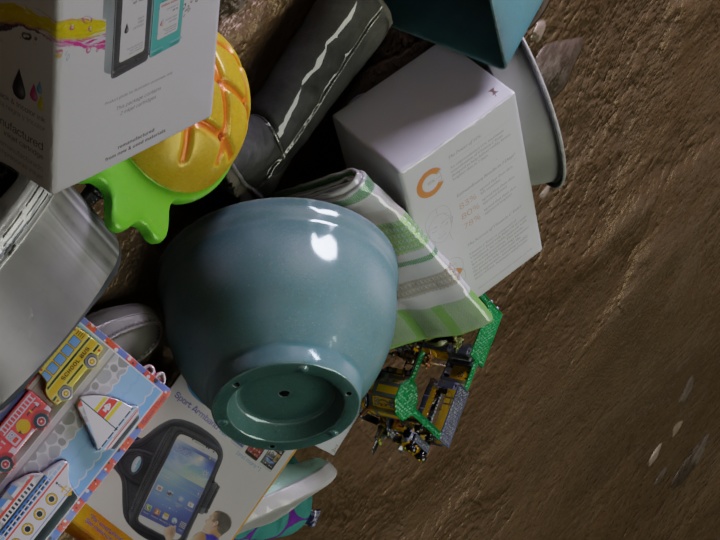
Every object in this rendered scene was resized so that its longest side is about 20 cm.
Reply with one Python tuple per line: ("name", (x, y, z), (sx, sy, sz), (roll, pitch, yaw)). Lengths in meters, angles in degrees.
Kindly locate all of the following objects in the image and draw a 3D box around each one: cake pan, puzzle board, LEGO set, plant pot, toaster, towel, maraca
("cake pan", (0.121, -0.158, 1.736), (0.037, 0.201, 0.201), (-24, 145, -7))
("puzzle board", (-0.255, 0.120, 1.445), (0.200, 0.151, 0.017), (-52, -167, -12))
("LEGO set", (0.036, 0.069, 1.835), (0.154, 0.115, 0.201), (34, 70, -54))
("plant pot", (-0.062, 0.058, 1.582), (0.199, 0.135, 0.201), (-4, 141, -3))
("toaster", (-0.251, -0.009, 1.335), (0.200, 0.113, 0.129), (-50, 149, -13))
("towel", (-0.210, 0.141, 1.572), (0.147, 0.030, 0.200), (-52, -179, -11))
("maraca", (-0.145, -0.105, 1.391), (0.137, 0.107, 0.200), (52, 40, -19))
("plant pot", (0.098, -0.301, 1.604), (0.200, 0.141, 0.142), (-57, 154, -20))
("towel", (0.000, 0.000, 1.657), (0.200, 0.149, 0.031), (47, 46, -33))

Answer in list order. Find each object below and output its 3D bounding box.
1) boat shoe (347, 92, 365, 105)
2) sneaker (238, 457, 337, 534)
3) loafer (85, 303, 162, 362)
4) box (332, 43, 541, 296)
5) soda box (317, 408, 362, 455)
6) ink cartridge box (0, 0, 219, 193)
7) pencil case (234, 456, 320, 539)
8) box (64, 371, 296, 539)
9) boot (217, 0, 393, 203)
("boat shoe", (0.043, -0.092, 1.788), (0.074, 0.068, 0.200), (-51, 152, -13))
("sneaker", (-0.110, 0.167, 1.731), (0.200, 0.119, 0.074), (-15, 161, -48))
("loafer", (-0.222, 0.090, 1.528), (0.200, 0.070, 0.070), (-36, 145, -37))
("box", (0.069, -0.073, 1.688), (0.124, 0.097, 0.200), (-35, 141, -17))
("soda box", (-0.069, 0.107, 1.802), (0.064, 0.068, 0.200), (-57, 152, -3))
("ink cartridge box", (-0.184, -0.186, 1.230), (0.146, 0.146, 0.201), (-32, 142, -40))
("pencil case", (-0.127, 0.226, 1.807), (0.200, 0.085, 0.093), (-13, 120, -54))
("box", (-0.140, 0.169, 1.637), (0.200, 0.119, 0.041), (-54, -176, -25))
("boot", (-0.057, -0.151, 1.561), (0.200, 0.072, 0.182), (-50, 166, -3))
